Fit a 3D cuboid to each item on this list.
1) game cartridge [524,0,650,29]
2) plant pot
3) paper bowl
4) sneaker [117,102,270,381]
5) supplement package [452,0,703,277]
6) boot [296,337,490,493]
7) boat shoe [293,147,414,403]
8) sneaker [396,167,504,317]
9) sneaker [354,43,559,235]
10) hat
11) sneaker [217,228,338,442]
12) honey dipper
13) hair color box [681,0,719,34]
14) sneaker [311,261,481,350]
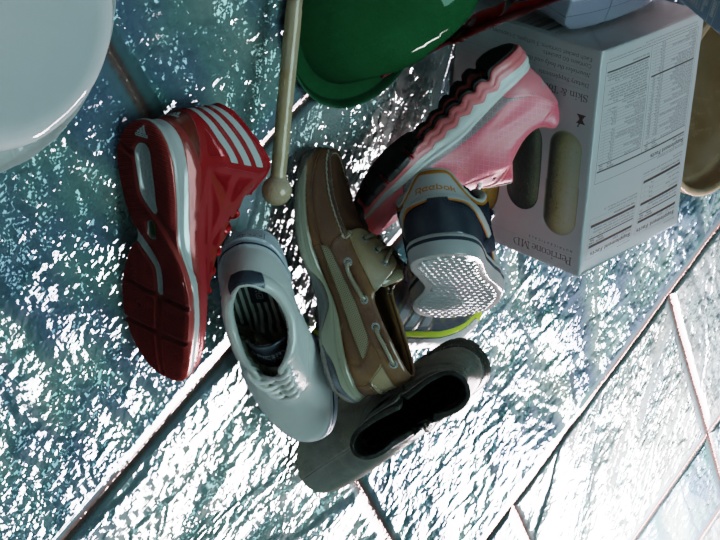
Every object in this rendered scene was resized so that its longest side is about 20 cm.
[{"bbox_3d":[0.194,-0.268,1.410,0.200,0.133,0.042,-32,154,-37],"label":"game cartridge"},{"bbox_3d":[0.318,-0.180,1.651,0.201,0.093,0.201,-27,128,-41],"label":"plant pot"},{"bbox_3d":[-0.224,-0.148,0.977,0.201,0.104,0.201,-29,131,-39],"label":"paper bowl"},{"bbox_3d":[-0.106,-0.024,1.216,0.115,0.078,0.200,-25,128,-41],"label":"sneaker"},{"bbox_3d":[0.180,-0.129,1.453,0.151,0.152,0.200,-25,128,-42],"label":"supplement package"},{"bbox_3d":[0.011,0.124,1.363,0.200,0.068,0.131,-36,178,19],"label":"boot"},{"bbox_3d":[0.000,0.000,1.318,0.076,0.072,0.200,-26,105,-70],"label":"boat shoe"},{"bbox_3d":[0.071,-0.020,1.329,0.200,0.078,0.079,76,8,-73],"label":"sneaker"},{"bbox_3d":[0.077,-0.085,1.354,0.200,0.074,0.087,-44,105,10],"label":"sneaker"},{"bbox_3d":[0.071,-0.192,1.259,0.200,0.176,0.166,-57,143,-12],"label":"hat"},{"bbox_3d":[-0.069,0.066,1.303,0.071,0.073,0.200,-83,157,-53],"label":"sneaker"},{"bbox_3d":[-0.052,-0.145,1.230,0.038,0.038,0.200,-7,107,-50],"label":"honey dipper"},{"bbox_3d":[0.270,-0.279,1.372,0.099,0.200,0.061,-20,143,-29],"label":"hair color box"},{"bbox_3d":[0.037,0.023,1.429,0.200,0.074,0.081,-20,121,-47],"label":"sneaker"}]
